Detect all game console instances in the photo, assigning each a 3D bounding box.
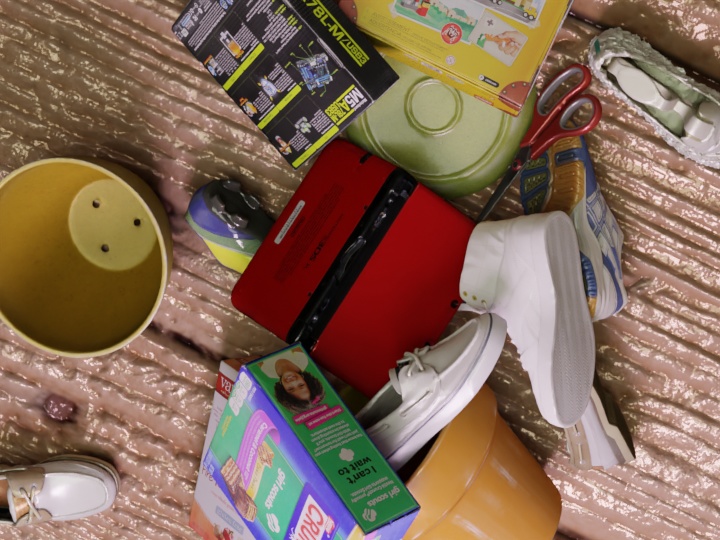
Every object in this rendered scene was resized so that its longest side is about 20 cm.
[{"bbox_3d":[0.000,0.000,1.524,0.172,0.119,0.201,29,84,43],"label":"game console"}]

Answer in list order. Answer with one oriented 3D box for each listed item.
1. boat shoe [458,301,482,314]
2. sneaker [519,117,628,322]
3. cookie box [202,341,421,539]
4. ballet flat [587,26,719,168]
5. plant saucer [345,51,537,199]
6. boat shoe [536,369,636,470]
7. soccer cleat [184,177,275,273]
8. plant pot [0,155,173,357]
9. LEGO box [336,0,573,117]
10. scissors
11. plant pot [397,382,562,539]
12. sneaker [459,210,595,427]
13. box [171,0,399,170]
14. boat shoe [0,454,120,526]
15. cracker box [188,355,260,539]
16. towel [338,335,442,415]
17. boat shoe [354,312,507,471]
[{"bbox_3d":[0.092,0.010,1.551,0.198,0.074,0.061,6,107,6],"label":"boat shoe"},{"bbox_3d":[0.213,-0.049,1.519,0.075,0.088,0.202,-10,84,43],"label":"sneaker"},{"bbox_3d":[-0.050,0.200,1.451,0.200,0.075,0.172,51,141,22],"label":"cookie box"},{"bbox_3d":[0.297,-0.154,1.469,0.199,0.072,0.072,34,109,-1],"label":"ballet flat"},{"bbox_3d":[0.074,-0.165,1.525,0.198,0.031,0.202,3,106,9],"label":"plant saucer"},{"bbox_3d":[0.208,0.123,1.548,0.068,0.075,0.201,-22,113,16],"label":"boat shoe"},{"bbox_3d":[-0.098,-0.011,1.596,0.200,0.065,0.084,45,138,-9],"label":"soccer cleat"},{"bbox_3d":[-0.270,-0.030,1.570,0.198,0.142,0.202,3,107,10],"label":"plant pot"},{"bbox_3d":[0.092,-0.256,1.448,0.199,0.077,0.150,26,90,2],"label":"LEGO box"},{"bbox_3d":[0.159,-0.116,1.508,0.200,0.014,0.074,-45,54,25],"label":"scissors"},{"bbox_3d":[0.098,0.217,1.559,0.183,0.201,0.200,38,110,-18],"label":"plant pot"},{"bbox_3d":[0.155,0.047,1.473,0.115,0.073,0.202,-3,93,44],"label":"sneaker"},{"bbox_3d":[-0.077,-0.208,1.471,0.193,0.048,0.200,46,152,-5],"label":"box"},{"bbox_3d":[-0.365,0.250,1.700,0.198,0.068,0.076,-6,105,12],"label":"boat shoe"},{"bbox_3d":[-0.106,0.208,1.619,0.134,0.057,0.202,29,114,42],"label":"cracker box"},{"bbox_3d":[0.014,0.129,1.578,0.018,0.087,0.200,30,124,-29],"label":"towel"},{"bbox_3d":[0.056,0.107,1.453,0.065,0.072,0.200,33,117,-19],"label":"boat shoe"}]
